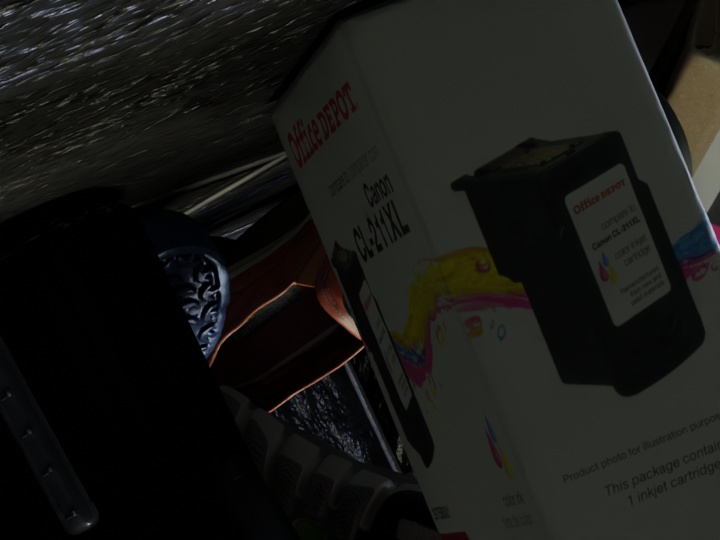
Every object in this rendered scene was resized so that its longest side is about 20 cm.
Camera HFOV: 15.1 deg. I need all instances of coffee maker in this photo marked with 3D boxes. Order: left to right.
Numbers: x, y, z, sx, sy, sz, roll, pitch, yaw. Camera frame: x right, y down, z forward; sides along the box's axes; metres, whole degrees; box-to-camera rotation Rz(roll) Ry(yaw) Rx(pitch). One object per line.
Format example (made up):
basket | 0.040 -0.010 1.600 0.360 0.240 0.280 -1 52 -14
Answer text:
coffee maker | -0.072 0.080 0.934 0.192 0.200 0.135 -27 178 -20

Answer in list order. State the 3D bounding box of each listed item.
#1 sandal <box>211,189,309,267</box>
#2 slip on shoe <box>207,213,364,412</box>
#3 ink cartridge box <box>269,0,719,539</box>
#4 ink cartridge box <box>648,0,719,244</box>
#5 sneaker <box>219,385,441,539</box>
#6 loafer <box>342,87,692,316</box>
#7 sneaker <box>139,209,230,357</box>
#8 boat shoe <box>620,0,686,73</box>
sandal | -0.077 0.025 1.254 0.201 0.080 0.057 -31 150 15
slip on shoe | 0.000 0.000 1.172 0.200 0.074 0.061 -36 -145 18
ink cartridge box | 0.053 0.014 0.830 0.083 0.200 0.146 -22 177 -12
ink cartridge box | 0.194 -0.021 1.023 0.165 0.200 0.075 111 -1 -51
sneaker | -0.009 0.095 1.049 0.200 0.075 0.115 23 -173 28
loafer | 0.055 -0.013 1.016 0.063 0.072 0.200 -25 175 -26
sneaker | -0.110 0.027 1.105 0.070 0.078 0.200 -8 148 -29
boat shoe | 0.146 -0.092 1.128 0.069 0.072 0.200 -56 168 -11
